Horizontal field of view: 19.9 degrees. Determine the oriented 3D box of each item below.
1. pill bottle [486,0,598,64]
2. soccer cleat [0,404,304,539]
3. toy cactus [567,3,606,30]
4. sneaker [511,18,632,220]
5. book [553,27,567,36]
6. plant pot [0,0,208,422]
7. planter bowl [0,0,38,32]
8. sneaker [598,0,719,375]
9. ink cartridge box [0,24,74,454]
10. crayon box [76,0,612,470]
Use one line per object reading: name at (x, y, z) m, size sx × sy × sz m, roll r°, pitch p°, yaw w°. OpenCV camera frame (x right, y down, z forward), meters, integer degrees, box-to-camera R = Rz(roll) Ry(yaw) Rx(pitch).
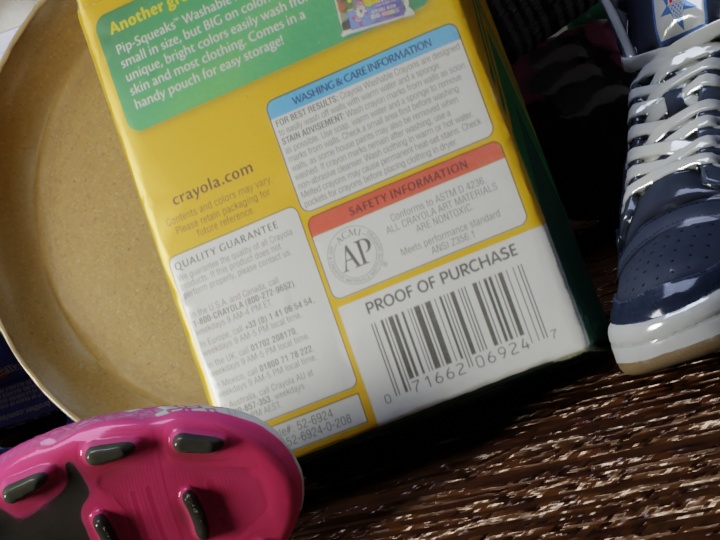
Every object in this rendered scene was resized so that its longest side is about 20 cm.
pill bottle at (-0.011, -0.094, 0.798) m, size 0.200 × 0.106 × 0.106 m, roll -35°, pitch 11°, yaw 0°
soccer cleat at (-0.112, 0.089, 0.625) m, size 0.199 × 0.070 × 0.086 m, roll -25°, pitch 11°, yaw 2°
toy cactus at (0.111, -0.108, 0.931) m, size 0.165 × 0.102 × 0.200 m, roll -51°, pitch -12°, yaw -4°
sneaker at (0.141, -0.074, 0.852) m, size 0.199 × 0.081 × 0.086 m, roll -16°, pitch 1°, yaw 3°
book at (0.019, -0.100, 1.034) m, size 0.199 × 0.048 × 0.134 m, roll -21°, pitch -34°, yaw -5°
plant pot at (-0.043, -0.029, 0.728) m, size 0.199 × 0.201 × 0.027 m, roll -22°, pitch -8°, yaw 14°
planter bowl at (-0.158, -0.050, 1.122) m, size 0.199 × 0.201 × 0.135 m, roll -23°, pitch 38°, yaw 10°
sneaker at (0.109, -0.048, 0.668) m, size 0.070 × 0.109 × 0.200 m, roll -19°, pitch 13°, yaw 31°
ink cartridge box at (-0.155, -0.008, 0.914) m, size 0.136 × 0.076 × 0.201 m, roll -18°, pitch 52°, yaw 14°
crayon box at (-0.011, -0.045, 0.679) m, size 0.125 × 0.201 × 0.052 m, roll -22°, pitch -8°, yaw 15°
